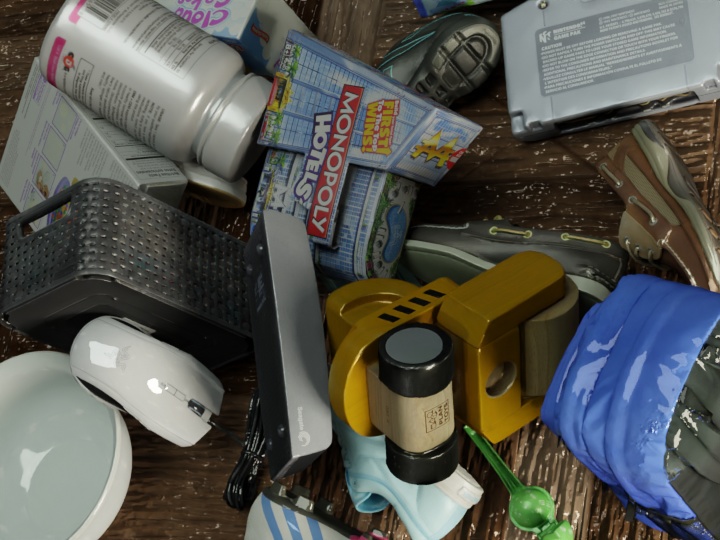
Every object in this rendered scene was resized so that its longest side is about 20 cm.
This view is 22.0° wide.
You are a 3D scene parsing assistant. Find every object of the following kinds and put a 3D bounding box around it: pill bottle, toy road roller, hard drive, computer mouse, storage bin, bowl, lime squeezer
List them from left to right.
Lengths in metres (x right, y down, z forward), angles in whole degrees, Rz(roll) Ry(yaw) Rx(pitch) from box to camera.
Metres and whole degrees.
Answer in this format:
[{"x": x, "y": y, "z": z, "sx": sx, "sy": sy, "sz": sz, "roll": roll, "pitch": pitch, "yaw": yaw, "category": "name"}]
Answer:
[{"x": -0.274, "y": 0.179, "z": 1.619, "sx": 0.201, "sy": 0.090, "sz": 0.201, "roll": -12, "pitch": 60, "yaw": 21, "category": "bowl"}, {"x": -0.195, "y": 0.014, "z": 1.582, "sx": 0.135, "sy": 0.200, "sz": 0.094, "roll": -23, "pitch": 56, "yaw": 36, "category": "storage bin"}, {"x": -0.174, "y": -0.168, "z": 1.644, "sx": 0.200, "sy": 0.113, "sz": 0.113, "roll": 32, "pitch": 82, "yaw": 9, "category": "pill bottle"}, {"x": -0.151, "y": 0.109, "z": 1.535, "sx": 0.110, "sy": 0.200, "sz": 0.044, "roll": -62, "pitch": 23, "yaw": -12, "category": "computer mouse"}, {"x": -0.060, "y": 0.061, "z": 1.498, "sx": 0.042, "sy": 0.135, "sz": 0.200, "roll": -4, "pitch": 76, "yaw": -12, "category": "hard drive"}, {"x": 0.061, "y": 0.057, "z": 1.445, "sx": 0.200, "sy": 0.123, "sz": 0.146, "roll": -27, "pitch": 42, "yaw": -27, "category": "toy road roller"}, {"x": 0.125, "y": 0.185, "z": 1.425, "sx": 0.038, "sy": 0.071, "sz": 0.200, "roll": -56, "pitch": 22, "yaw": 12, "category": "lime squeezer"}]

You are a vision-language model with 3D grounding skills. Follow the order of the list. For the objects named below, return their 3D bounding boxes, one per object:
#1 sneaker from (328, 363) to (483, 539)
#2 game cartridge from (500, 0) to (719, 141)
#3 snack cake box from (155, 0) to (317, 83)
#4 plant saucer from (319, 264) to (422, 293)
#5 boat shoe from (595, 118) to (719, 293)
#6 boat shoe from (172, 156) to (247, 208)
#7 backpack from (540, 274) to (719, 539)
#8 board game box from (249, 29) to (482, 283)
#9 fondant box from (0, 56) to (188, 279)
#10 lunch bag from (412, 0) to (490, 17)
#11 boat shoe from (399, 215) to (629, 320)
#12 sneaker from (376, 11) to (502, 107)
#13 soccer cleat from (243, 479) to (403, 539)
[{"x": 0.007, "y": 0.148, "z": 1.499, "sx": 0.082, "sy": 0.074, "sz": 0.200, "roll": -51, "pitch": 49, "yaw": 1, "category": "sneaker"}, {"x": 0.219, "y": -0.193, "z": 1.576, "sx": 0.200, "sy": 0.040, "sz": 0.133, "roll": -11, "pitch": 71, "yaw": 22, "category": "game cartridge"}, {"x": -0.154, "y": -0.228, "z": 1.750, "sx": 0.200, "sy": 0.115, "sz": 0.067, "roll": 11, "pitch": 70, "yaw": 32, "category": "snack cake box"}, {"x": 0.000, "y": 0.000, "z": 1.612, "sx": 0.070, "sy": 0.019, "sz": 0.200, "roll": -39, "pitch": 55, "yaw": 5, "category": "plant saucer"}, {"x": 0.244, "y": -0.031, "z": 1.470, "sx": 0.072, "sy": 0.076, "sz": 0.200, "roll": -32, "pitch": 46, "yaw": 14, "category": "boat shoe"}, {"x": -0.173, "y": -0.117, "z": 1.729, "sx": 0.200, "sy": 0.071, "sz": 0.069, "roll": 25, "pitch": 80, "yaw": 36, "category": "boat shoe"}, {"x": 0.216, "y": 0.099, "z": 1.334, "sx": 0.168, "sy": 0.200, "sz": 0.163, "roll": 14, "pitch": 73, "yaw": 32, "category": "backpack"}, {"x": -0.001, "y": -0.090, "z": 1.542, "sx": 0.200, "sy": 0.062, "sz": 0.200, "roll": 14, "pitch": 89, "yaw": 46, "category": "board game box"}, {"x": -0.252, "y": -0.084, "z": 1.714, "sx": 0.200, "sy": 0.058, "sz": 0.144, "roll": 49, "pitch": 129, "yaw": 34, "category": "fondant box"}, {"x": 0.099, "y": -0.343, "z": 1.617, "sx": 0.170, "sy": 0.200, "sz": 0.128, "roll": -13, "pitch": 40, "yaw": 23, "category": "lunch bag"}, {"x": 0.123, "y": -0.010, "z": 1.523, "sx": 0.201, "sy": 0.072, "sz": 0.061, "roll": 14, "pitch": 65, "yaw": 28, "category": "boat shoe"}, {"x": 0.040, "y": -0.155, "z": 1.651, "sx": 0.200, "sy": 0.075, "sz": 0.079, "roll": -39, "pitch": 32, "yaw": 6, "category": "sneaker"}, {"x": -0.014, "y": 0.241, "z": 1.473, "sx": 0.200, "sy": 0.070, "sz": 0.086, "roll": 25, "pitch": 95, "yaw": 37, "category": "soccer cleat"}]
